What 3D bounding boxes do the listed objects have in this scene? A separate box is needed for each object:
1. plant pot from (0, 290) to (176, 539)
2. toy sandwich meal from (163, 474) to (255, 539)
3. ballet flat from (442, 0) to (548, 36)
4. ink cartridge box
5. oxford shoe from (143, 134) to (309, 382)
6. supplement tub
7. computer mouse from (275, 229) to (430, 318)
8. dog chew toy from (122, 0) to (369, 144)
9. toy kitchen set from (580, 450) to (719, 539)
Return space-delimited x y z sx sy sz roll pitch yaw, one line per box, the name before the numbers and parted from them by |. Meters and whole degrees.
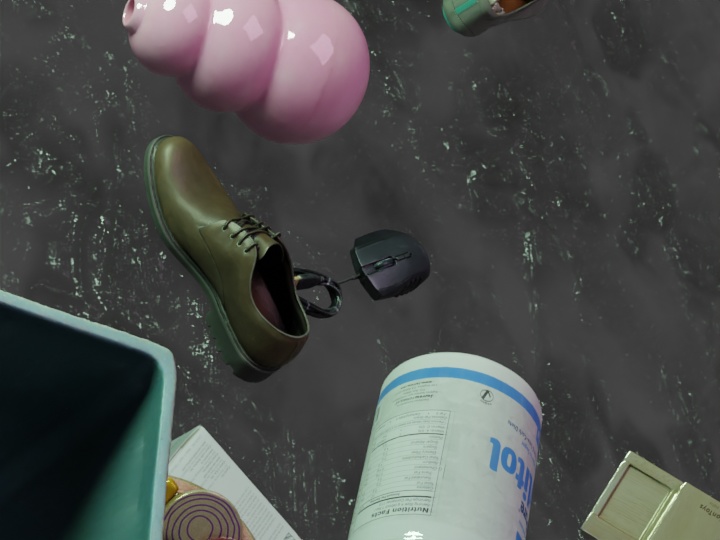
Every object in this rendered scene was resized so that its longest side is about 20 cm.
plant pot | -0.244 0.141 1.086 0.195 0.200 0.197 22 51 -29
toy sandwich meal | -0.138 0.224 1.203 0.205 0.070 0.206 4 80 -24
ballet flat | 0.152 -0.278 1.850 0.067 0.064 0.200 56 40 -2
ink cartridge box | -0.086 0.218 1.316 0.200 0.050 0.109 50 41 -10
oxford shoe | -0.094 -0.022 1.433 0.073 0.084 0.200 -26 83 -48
supplement tub | 0.063 0.174 1.429 0.132 0.132 0.200 35 46 -25
computer mouse | 0.000 0.000 1.530 0.200 0.034 0.059 -18 80 -56
dog chew toy | -0.094 -0.175 1.507 0.200 0.125 0.125 16 55 -28
toy kitchen set | 0.277 0.290 1.629 0.200 0.180 0.163 31 80 18
